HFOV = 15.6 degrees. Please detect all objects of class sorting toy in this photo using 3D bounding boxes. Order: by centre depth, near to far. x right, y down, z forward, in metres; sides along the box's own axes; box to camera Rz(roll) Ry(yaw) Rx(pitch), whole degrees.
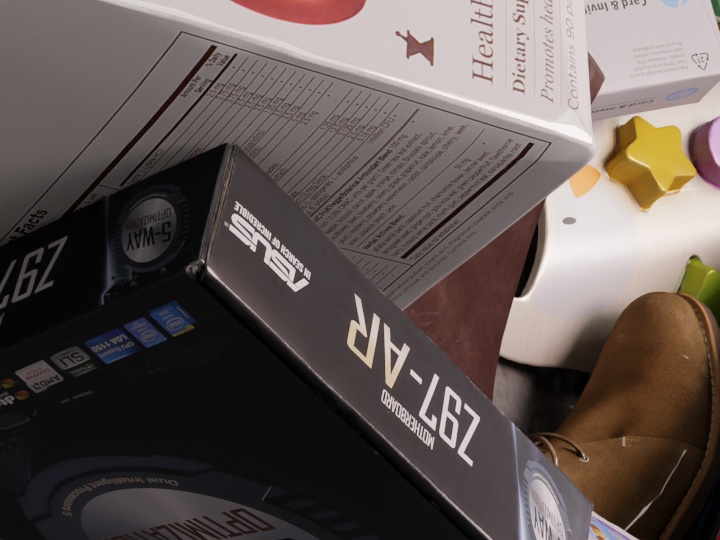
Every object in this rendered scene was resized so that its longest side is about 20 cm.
[{"bbox_3d":[0.102,-0.034,1.138,0.179,0.107,0.201,-6,75,-37],"label":"sorting toy"}]

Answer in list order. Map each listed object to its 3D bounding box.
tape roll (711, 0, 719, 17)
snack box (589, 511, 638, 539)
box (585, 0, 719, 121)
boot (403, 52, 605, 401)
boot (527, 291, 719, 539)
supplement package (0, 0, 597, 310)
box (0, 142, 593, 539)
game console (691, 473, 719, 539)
[{"bbox_3d":[0.219,-0.088,1.365,0.200,0.048,0.201,34,45,-42],"label":"tape roll"},{"bbox_3d":[0.144,0.146,0.944,0.200,0.024,0.072,32,13,-28],"label":"snack box"},{"bbox_3d":[0.051,-0.156,1.083,0.155,0.041,0.201,-11,75,-17],"label":"box"},{"bbox_3d":[0.039,0.006,0.860,0.167,0.072,0.200,-56,137,-11],"label":"boot"},{"bbox_3d":[0.088,0.080,1.031,0.075,0.074,0.201,36,56,-23],"label":"boot"},{"bbox_3d":[-0.062,-0.104,0.697,0.199,0.147,0.192,14,58,-26],"label":"supplement package"},{"bbox_3d":[-0.063,0.062,0.711,0.160,0.199,0.044,46,38,-32],"label":"box"},{"bbox_3d":[0.152,0.093,1.070,0.200,0.031,0.177,-61,164,-52],"label":"game console"}]
